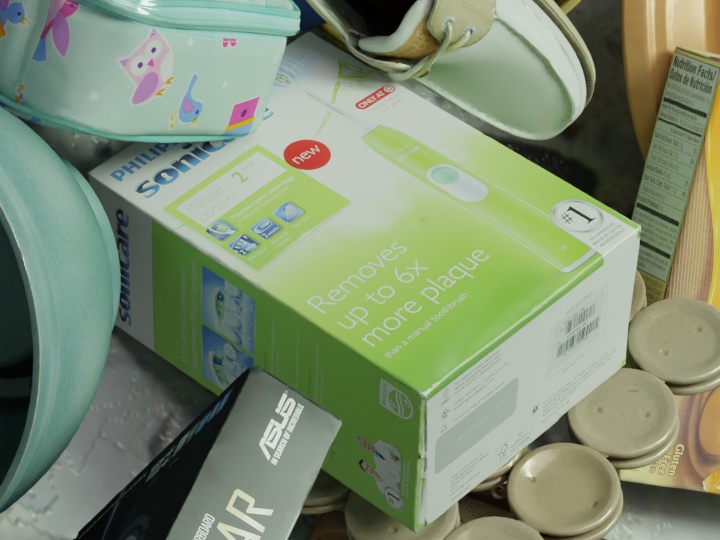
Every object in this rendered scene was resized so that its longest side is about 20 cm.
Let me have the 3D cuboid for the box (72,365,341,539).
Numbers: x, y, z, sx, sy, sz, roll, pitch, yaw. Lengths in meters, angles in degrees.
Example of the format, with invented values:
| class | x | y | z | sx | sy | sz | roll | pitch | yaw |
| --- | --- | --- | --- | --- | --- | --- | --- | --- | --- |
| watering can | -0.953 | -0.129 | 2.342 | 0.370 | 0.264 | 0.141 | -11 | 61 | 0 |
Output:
| class | x | y | z | sx | sy | sz | roll | pitch | yaw |
| --- | --- | --- | --- | --- | --- | --- | --- | --- | --- |
| box | -0.093 | 0.144 | 1.152 | 0.043 | 0.200 | 0.161 | 33 | 56 | -10 |

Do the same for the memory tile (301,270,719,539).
| class | x | y | z | sx | sy | sz | roll | pitch | yaw |
| --- | --- | --- | --- | --- | --- | --- | --- | --- | --- |
| memory tile | 0.062 | 0.061 | 1.307 | 0.153 | 0.017 | 0.200 | 27 | 55 | 26 |

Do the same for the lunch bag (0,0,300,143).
| class | x | y | z | sx | sy | sz | roll | pitch | yaw |
| --- | --- | --- | --- | --- | --- | --- | --- | --- | --- |
| lunch bag | -0.133 | -0.125 | 1.271 | 0.199 | 0.077 | 0.160 | 31 | 19 | 27 |

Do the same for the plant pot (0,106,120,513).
| class | x | y | z | sx | sy | sz | roll | pitch | yaw |
| --- | --- | --- | --- | --- | --- | --- | --- | --- | --- |
| plant pot | -0.179 | 0.009 | 1.195 | 0.201 | 0.200 | 0.134 | 55 | 28 | 6 |

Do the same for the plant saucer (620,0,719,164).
| class | x | y | z | sx | sy | sz | roll | pitch | yaw |
| --- | --- | --- | --- | --- | --- | --- | --- | --- | --- |
| plant saucer | 0.187 | -0.119 | 1.463 | 0.200 | 0.037 | 0.202 | 2 | 88 | -60 |

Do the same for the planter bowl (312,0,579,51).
| class | x | y | z | sx | sy | sz | roll | pitch | yaw |
| --- | --- | --- | --- | --- | --- | --- | --- | --- | --- |
| planter bowl | 0.061 | -0.181 | 1.440 | 0.083 | 0.199 | 0.202 | 30 | 44 | -59 |

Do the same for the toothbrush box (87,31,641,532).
| class | x | y | z | sx | sy | sz | roll | pitch | yaw |
| --- | --- | --- | --- | --- | --- | --- | --- | --- | --- |
| toothbrush box | 0.000 | 0.000 | 1.289 | 0.199 | 0.086 | 0.145 | 32 | 50 | 31 |

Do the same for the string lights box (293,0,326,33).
| class | x | y | z | sx | sy | sz | roll | pitch | yaw |
| --- | --- | --- | --- | --- | --- | --- | --- | --- | --- |
| string lights box | 0.018 | -0.189 | 1.381 | 0.059 | 0.199 | 0.103 | 33 | 44 | -60 |

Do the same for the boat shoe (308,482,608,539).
| class | x | y | z | sx | sy | sz | roll | pitch | yaw |
| --- | --- | --- | --- | --- | --- | --- | --- | --- | --- |
| boat shoe | 0.075 | 0.119 | 1.336 | 0.199 | 0.072 | 0.072 | 16 | 58 | -12 |

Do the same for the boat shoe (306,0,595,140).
| class | x | y | z | sx | sy | sz | roll | pitch | yaw |
| --- | --- | --- | --- | --- | --- | --- | --- | --- | --- |
| boat shoe | 0.022 | -0.117 | 1.320 | 0.200 | 0.075 | 0.069 | 36 | 34 | -18 |

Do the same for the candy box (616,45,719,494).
| class | x | y | z | sx | sy | sz | roll | pitch | yaw |
| --- | --- | --- | --- | --- | --- | --- | --- | --- | --- |
| candy box | 0.183 | 0.005 | 1.393 | 0.115 | 0.055 | 0.201 | 10 | 99 | -25 |
